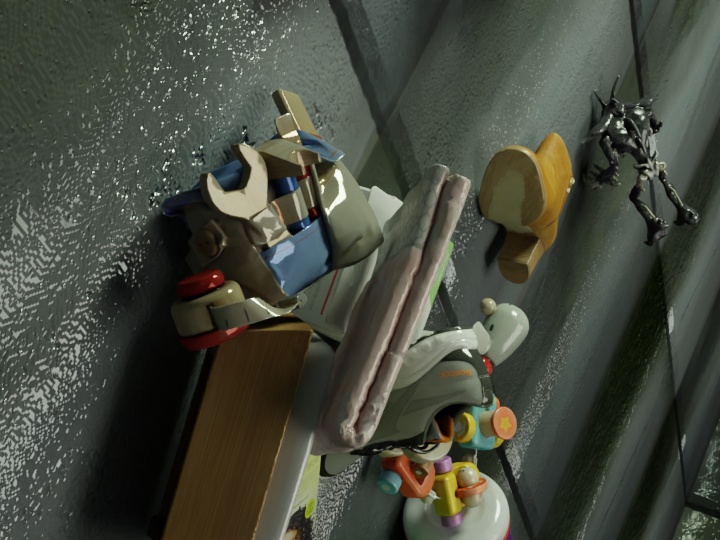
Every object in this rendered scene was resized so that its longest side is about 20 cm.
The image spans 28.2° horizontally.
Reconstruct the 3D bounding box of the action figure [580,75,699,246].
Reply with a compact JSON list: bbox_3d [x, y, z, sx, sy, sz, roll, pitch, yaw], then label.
[{"bbox_3d":[0.326,-0.133,1.728,0.118,0.102,0.201,-31,98,-18],"label":"action figure"}]

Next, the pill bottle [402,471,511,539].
[{"bbox_3d":[0.108,0.310,1.535,0.113,0.112,0.201,-54,151,-35],"label":"pill bottle"}]

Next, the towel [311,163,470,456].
[{"bbox_3d":[0.011,0.034,0.977,0.200,0.032,0.193,134,-22,-78],"label":"towel"}]

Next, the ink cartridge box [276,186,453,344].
[{"bbox_3d":[0.000,0.000,1.153,0.118,0.067,0.200,-69,157,-5],"label":"ink cartridge box"}]

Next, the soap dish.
[{"bbox_3d":[-0.085,0.125,0.974,0.157,0.080,0.202,-161,-93,-82],"label":"soap dish"}]

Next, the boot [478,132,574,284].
[{"bbox_3d":[0.179,-0.098,1.488,0.202,0.070,0.145,81,29,-50],"label":"boot"}]

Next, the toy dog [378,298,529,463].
[{"bbox_3d":[0.067,0.090,1.332,0.097,0.131,0.200,52,43,-15],"label":"toy dog"}]

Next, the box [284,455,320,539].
[{"bbox_3d":[-0.070,0.177,1.141,0.075,0.050,0.202,-35,136,-53],"label":"box"}]

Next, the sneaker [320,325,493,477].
[{"bbox_3d":[0.030,0.126,1.202,0.200,0.080,0.074,-39,157,32],"label":"sneaker"}]

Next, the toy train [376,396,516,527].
[{"bbox_3d":[0.095,0.168,1.429,0.151,0.055,0.201,60,44,-28],"label":"toy train"}]

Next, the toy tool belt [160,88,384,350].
[{"bbox_3d":[-0.075,-0.041,0.940,0.200,0.124,0.124,-37,110,-55],"label":"toy tool belt"}]
